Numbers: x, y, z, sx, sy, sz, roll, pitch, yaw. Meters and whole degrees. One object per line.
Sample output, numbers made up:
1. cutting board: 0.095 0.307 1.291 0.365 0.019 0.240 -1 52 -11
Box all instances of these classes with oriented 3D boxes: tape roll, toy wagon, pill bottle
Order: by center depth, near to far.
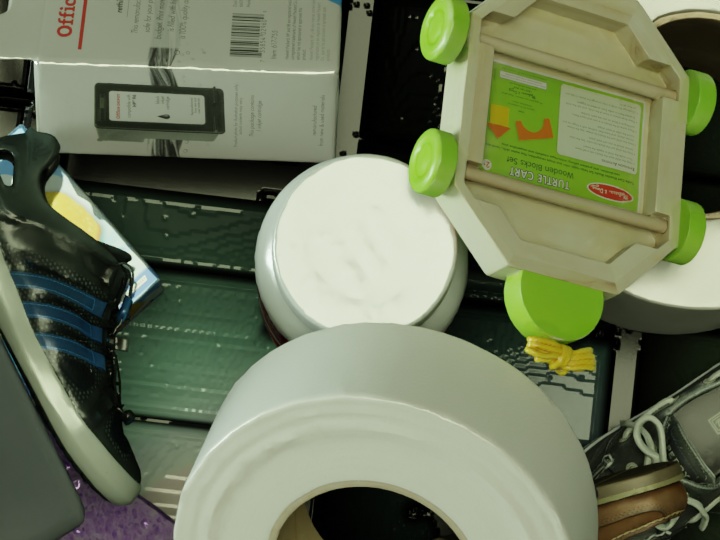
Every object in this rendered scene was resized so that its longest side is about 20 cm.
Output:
1. tape roll: 0.014 0.128 1.450 0.201 0.071 0.203 6 120 10
2. toy wagon: 0.096 -0.045 1.458 0.155 0.040 0.201 14 71 -24
3. pill bottle: 0.000 0.000 1.544 0.109 0.200 0.110 0 84 -1
4. tape roll: 0.171 -0.072 1.586 0.202 0.139 0.204 0 84 -1

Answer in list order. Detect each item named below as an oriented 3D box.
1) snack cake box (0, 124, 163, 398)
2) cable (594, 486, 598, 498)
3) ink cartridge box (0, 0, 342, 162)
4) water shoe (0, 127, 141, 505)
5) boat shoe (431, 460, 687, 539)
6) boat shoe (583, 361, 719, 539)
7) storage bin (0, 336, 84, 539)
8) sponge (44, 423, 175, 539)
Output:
1. snack cake box: -0.216 0.032 1.603 0.200 0.067 0.115 -42 87 -5
2. cable: 0.028 0.128 1.516 0.199 0.051 0.164 -7 107 29
3. ink cartridge box: -0.110 -0.122 1.596 0.199 0.068 0.116 3 44 -1
4. water shoe: -0.146 0.021 1.537 0.079 0.072 0.201 -27 88 -7
5. boat shoe: 0.093 0.157 1.566 0.200 0.072 0.068 -25 82 34
6. boat shoe: 0.167 0.106 1.601 0.199 0.068 0.074 -32 85 -2
7. storage bin: -0.231 0.078 1.492 0.134 0.146 0.201 -26 105 -7
8. sponge: -0.194 0.185 1.585 0.111 0.030 0.200 40 84 -21
